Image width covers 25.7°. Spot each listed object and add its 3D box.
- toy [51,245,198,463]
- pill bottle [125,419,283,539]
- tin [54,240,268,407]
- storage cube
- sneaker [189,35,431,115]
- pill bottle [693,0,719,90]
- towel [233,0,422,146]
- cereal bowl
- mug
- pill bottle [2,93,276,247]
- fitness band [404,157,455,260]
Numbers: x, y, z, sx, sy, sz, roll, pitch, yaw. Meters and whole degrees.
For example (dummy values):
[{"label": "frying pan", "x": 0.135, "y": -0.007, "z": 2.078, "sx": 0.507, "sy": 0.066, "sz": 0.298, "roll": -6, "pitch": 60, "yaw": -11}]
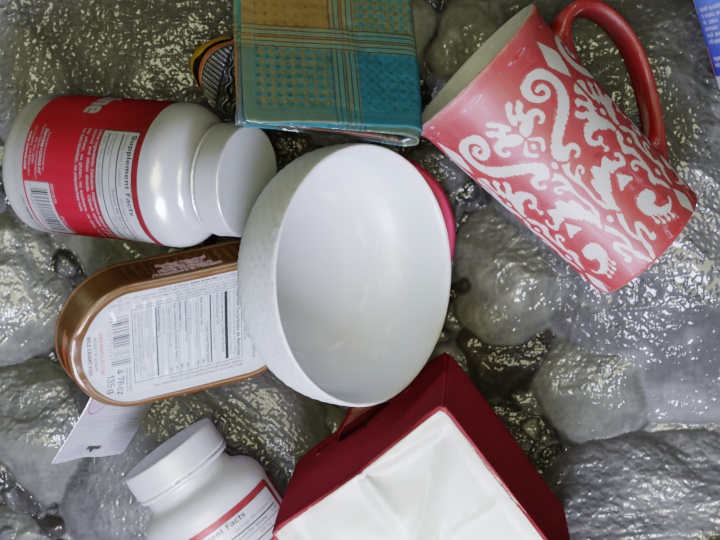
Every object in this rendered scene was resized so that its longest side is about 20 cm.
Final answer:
[{"label": "toy", "x": -0.187, "y": 0.061, "z": 1.293, "sx": 0.047, "sy": 0.115, "sz": 0.201, "roll": 37, "pitch": 101, "yaw": 19}, {"label": "pill bottle", "x": -0.103, "y": 0.228, "z": 1.298, "sx": 0.112, "sy": 0.112, "sz": 0.201, "roll": -34, "pitch": 95, "yaw": 8}, {"label": "tin", "x": -0.138, "y": 0.043, "z": 1.230, "sx": 0.198, "sy": 0.042, "sz": 0.113, "roll": -13, "pitch": 124, "yaw": -25}, {"label": "storage cube", "x": 0.051, "y": 0.199, "z": 1.257, "sx": 0.170, "sy": 0.180, "sz": 0.201, "roll": -36, "pitch": 96, "yaw": 9}, {"label": "sneaker", "x": -0.041, "y": -0.157, "z": 1.266, "sx": 0.198, "sy": 0.090, "sz": 0.071, "roll": 5, "pitch": 109, "yaw": -23}, {"label": "pill bottle", "x": 0.317, "y": -0.197, "z": 1.210, "sx": 0.111, "sy": 0.112, "sz": 0.202, "roll": -17, "pitch": 97, "yaw": 6}, {"label": "towel", "x": -0.027, "y": -0.189, "z": 1.210, "sx": 0.145, "sy": 0.022, "sz": 0.202, "roll": 4, "pitch": 62, "yaw": -16}, {"label": "cereal bowl", "x": -0.023, "y": 0.003, "z": 1.212, "sx": 0.083, "sy": 0.199, "sz": 0.202, "roll": 2, "pitch": 102, "yaw": 43}, {"label": "mug", "x": 0.172, "y": -0.104, "z": 1.227, "sx": 0.200, "sy": 0.133, "sz": 0.178, "roll": 44, "pitch": 100, "yaw": -8}, {"label": "pill bottle", "x": -0.171, "y": -0.077, "z": 1.230, "sx": 0.198, "sy": 0.112, "sz": 0.113, "roll": 7, "pitch": 100, "yaw": 28}, {"label": "fitness band", "x": 0.000, "y": 0.000, "z": 1.304, "sx": 0.142, "sy": 0.037, "sz": 0.202, "roll": 16, "pitch": 101, "yaw": -1}]
